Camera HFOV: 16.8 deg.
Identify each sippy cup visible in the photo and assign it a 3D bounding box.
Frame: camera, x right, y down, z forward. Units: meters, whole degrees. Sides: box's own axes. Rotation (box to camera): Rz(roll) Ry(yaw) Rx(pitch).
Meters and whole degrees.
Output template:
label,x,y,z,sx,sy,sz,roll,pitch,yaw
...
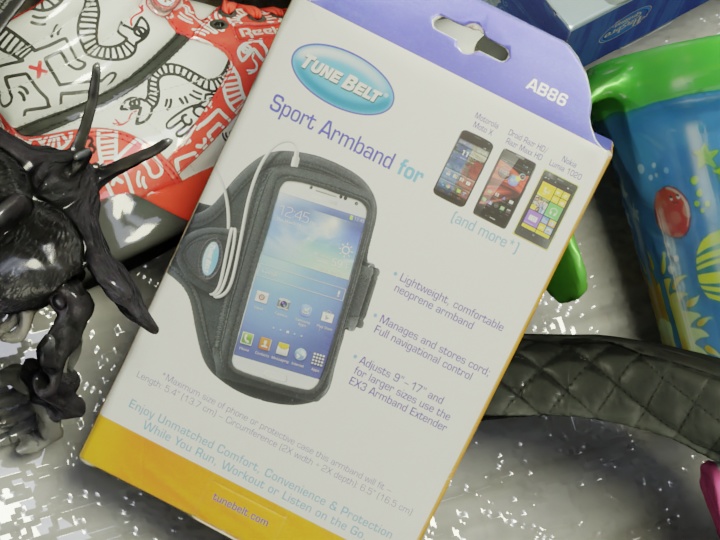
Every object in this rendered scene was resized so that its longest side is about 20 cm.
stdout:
label,x,y,z,sx,sy,sz,roll,pitch,yaw
sippy cup,0.159,-0.021,0.922,0.177,0.140,0.131,-8,87,14

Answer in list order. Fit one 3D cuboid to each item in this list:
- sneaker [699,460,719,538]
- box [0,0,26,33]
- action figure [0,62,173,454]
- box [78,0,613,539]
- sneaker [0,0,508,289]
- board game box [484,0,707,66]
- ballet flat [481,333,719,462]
label,x,y,z,sx,sy,sz,roll,pitch,yaw
sneaker,0.200,0.140,0.877,0.088,0.081,0.201,-26,112,7
box,-0.155,-0.072,0.774,0.036,0.200,0.143,42,65,-19
action figure,-0.148,0.018,0.808,0.200,0.102,0.119,-43,90,-9
box,0.000,0.000,0.824,0.119,0.041,0.201,27,99,2
sneaker,-0.045,-0.081,0.890,0.201,0.067,0.108,-27,88,-22
board game box,0.094,-0.194,0.959,0.199,0.043,0.199,-28,70,-25
ballet flat,0.077,0.051,0.866,0.199,0.066,0.057,6,85,21
